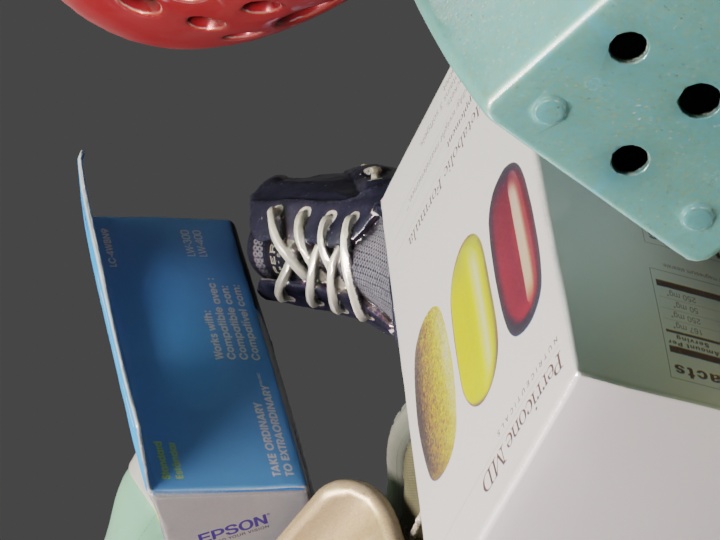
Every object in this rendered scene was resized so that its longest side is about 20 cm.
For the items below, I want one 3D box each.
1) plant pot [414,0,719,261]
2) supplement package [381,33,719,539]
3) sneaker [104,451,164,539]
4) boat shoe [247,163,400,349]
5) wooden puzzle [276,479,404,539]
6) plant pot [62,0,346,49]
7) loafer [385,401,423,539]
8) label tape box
[{"bbox_3d":[0.095,-0.111,0.884,0.141,0.141,0.201,-40,31,31],"label":"plant pot"},{"bbox_3d":[0.083,0.015,0.958,0.201,0.109,0.114,-97,27,-49],"label":"supplement package"},{"bbox_3d":[-0.079,0.168,1.341,0.119,0.073,0.200,-68,21,12],"label":"sneaker"},{"bbox_3d":[0.000,0.000,1.148,0.200,0.092,0.075,-73,-20,-82],"label":"boat shoe"},{"bbox_3d":[-0.009,0.209,1.103,0.185,0.037,0.201,-52,47,37],"label":"wooden puzzle"},{"bbox_3d":[-0.041,-0.208,1.275,0.182,0.200,0.202,-12,70,55],"label":"plant pot"},{"bbox_3d":[0.048,0.097,1.117,0.070,0.075,0.200,63,156,26],"label":"loafer"},{"bbox_3d":[-0.058,0.060,1.183,0.201,0.066,0.144,80,174,-50],"label":"label tape box"}]
